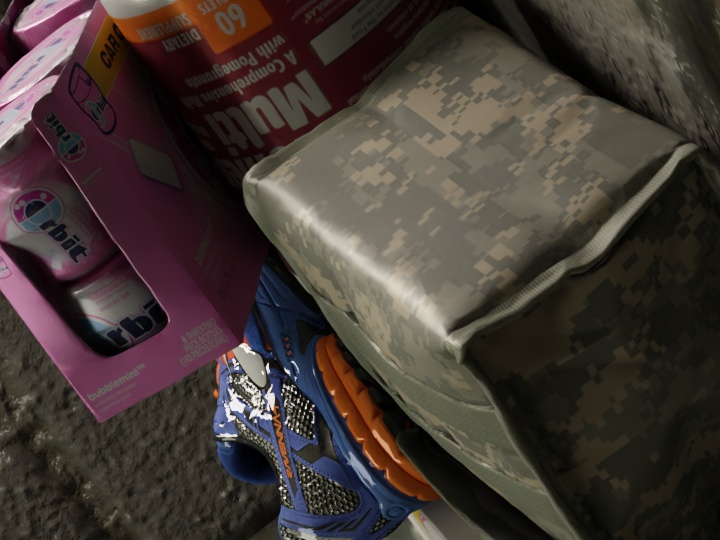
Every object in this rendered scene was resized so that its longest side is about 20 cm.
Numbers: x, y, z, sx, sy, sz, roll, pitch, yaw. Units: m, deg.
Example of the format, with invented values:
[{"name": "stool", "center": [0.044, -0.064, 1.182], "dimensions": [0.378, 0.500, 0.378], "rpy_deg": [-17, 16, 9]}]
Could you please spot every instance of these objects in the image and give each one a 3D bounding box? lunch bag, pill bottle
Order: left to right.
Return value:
[{"name": "pill bottle", "center": [0.000, -0.057, 0.924], "dimensions": [0.200, 0.109, 0.110], "rpy_deg": [55, 175, -20]}, {"name": "lunch bag", "center": [0.073, 0.036, 0.825], "dimensions": [0.200, 0.117, 0.164], "rpy_deg": [55, 172, -33]}]

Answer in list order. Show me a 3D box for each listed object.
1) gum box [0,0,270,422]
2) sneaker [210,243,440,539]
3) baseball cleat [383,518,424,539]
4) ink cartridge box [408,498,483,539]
[{"name": "gum box", "center": [-0.090, -0.042, 0.944], "dimensions": [0.114, 0.066, 0.200], "rpy_deg": [54, -161, -19]}, {"name": "sneaker", "center": [-0.034, 0.043, 1.006], "dimensions": [0.075, 0.079, 0.200], "rpy_deg": [34, -168, -36]}, {"name": "baseball cleat", "center": [0.049, 0.082, 1.172], "dimensions": [0.199, 0.070, 0.107], "rpy_deg": [10, -157, -24]}, {"name": "ink cartridge box", "center": [0.095, 0.095, 1.014], "dimensions": [0.129, 0.125, 0.200], "rpy_deg": [57, 175, -37]}]
